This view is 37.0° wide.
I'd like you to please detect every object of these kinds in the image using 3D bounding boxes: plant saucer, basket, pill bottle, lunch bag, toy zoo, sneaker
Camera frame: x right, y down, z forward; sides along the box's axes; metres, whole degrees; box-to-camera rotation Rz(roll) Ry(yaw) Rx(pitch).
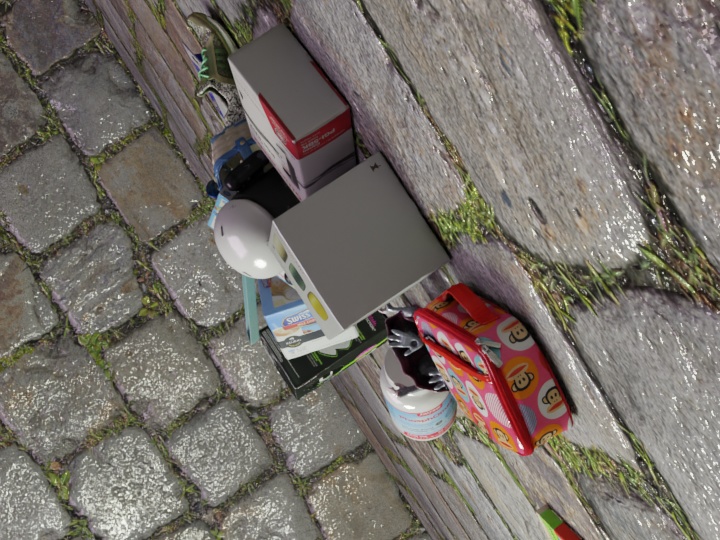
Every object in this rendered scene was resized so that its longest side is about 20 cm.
[{"bbox_3d":[-0.189,0.020,1.816,0.070,0.019,0.201,-127,32,-71],"label":"plant saucer"},{"bbox_3d":[-0.144,-0.133,1.661,0.200,0.139,0.177,51,173,48],"label":"basket"},{"bbox_3d":[0.087,0.174,1.613,0.109,0.109,0.200,52,171,27],"label":"pill bottle"},{"bbox_3d":[0.138,0.096,1.182,0.177,0.082,0.200,64,168,-19],"label":"lunch bag"},{"bbox_3d":[0.325,0.427,1.505,0.132,0.020,0.200,62,169,-30],"label":"toy zoo"},{"bbox_3d":[-0.219,-0.304,1.630,0.200,0.088,0.077,55,171,13],"label":"sneaker"}]

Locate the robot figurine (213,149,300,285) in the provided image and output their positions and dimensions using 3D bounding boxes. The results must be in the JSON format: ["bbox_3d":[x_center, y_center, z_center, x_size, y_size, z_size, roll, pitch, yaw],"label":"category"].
[{"bbox_3d":[-0.109,-0.074,1.473,0.150,0.200,0.125,37,146,18],"label":"robot figurine"}]

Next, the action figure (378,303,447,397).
[{"bbox_3d":[0.094,0.088,1.404,0.200,0.148,0.135,-11,-92,-79],"label":"action figure"}]

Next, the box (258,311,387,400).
[{"bbox_3d":[-0.062,0.117,1.907,0.125,0.199,0.149,56,171,12],"label":"box"}]

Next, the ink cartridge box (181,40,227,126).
[{"bbox_3d":[-0.249,-0.318,1.917,0.095,0.037,0.200,49,171,44],"label":"ink cartridge box"}]

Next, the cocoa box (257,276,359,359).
[{"bbox_3d":[-0.096,0.018,1.791,0.131,0.133,0.201,69,-175,-51],"label":"cocoa box"}]

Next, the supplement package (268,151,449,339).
[{"bbox_3d":[-0.010,-0.023,1.301,0.152,0.150,0.200,57,171,2],"label":"supplement package"}]

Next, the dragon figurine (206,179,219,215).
[{"bbox_3d":[-0.218,-0.141,1.807,0.099,0.059,0.200,28,-152,-37],"label":"dragon figurine"}]

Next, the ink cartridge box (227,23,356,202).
[{"bbox_3d":[-0.079,-0.182,1.331,0.147,0.083,0.200,53,170,19],"label":"ink cartridge box"}]

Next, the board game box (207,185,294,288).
[{"bbox_3d":[-0.133,-0.045,1.622,0.200,0.034,0.134,36,156,-3],"label":"board game box"}]
